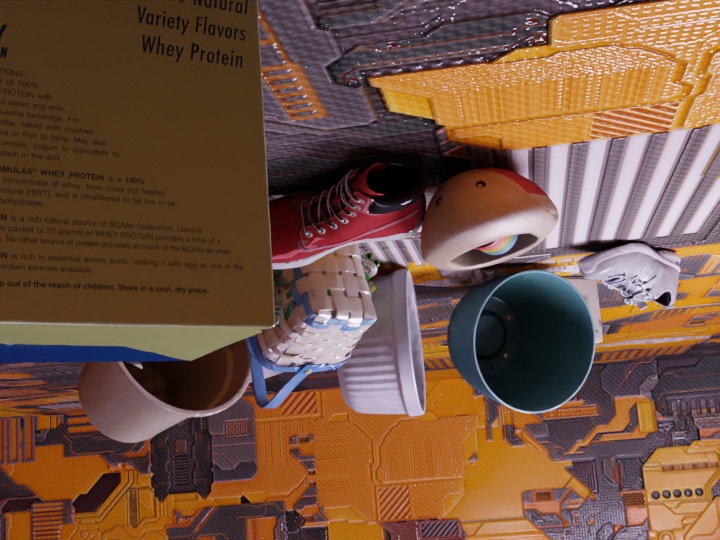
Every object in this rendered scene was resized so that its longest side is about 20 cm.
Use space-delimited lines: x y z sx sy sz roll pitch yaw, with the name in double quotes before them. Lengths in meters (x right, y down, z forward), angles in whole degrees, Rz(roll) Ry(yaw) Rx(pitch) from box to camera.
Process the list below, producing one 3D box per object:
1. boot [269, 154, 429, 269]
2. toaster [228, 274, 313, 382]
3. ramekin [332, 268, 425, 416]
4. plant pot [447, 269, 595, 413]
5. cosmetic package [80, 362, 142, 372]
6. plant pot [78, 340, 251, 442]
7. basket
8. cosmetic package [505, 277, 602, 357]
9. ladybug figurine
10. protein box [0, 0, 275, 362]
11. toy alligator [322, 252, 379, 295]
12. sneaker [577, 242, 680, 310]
"boot" -0.035 -0.059 0.976 0.198 0.073 0.144 -13 168 -1
"toaster" -0.116 0.074 1.436 0.198 0.115 0.129 -21 166 -2
"ramekin" 0.026 0.103 1.438 0.104 0.202 0.200 -7 168 7
"plant pot" 0.219 0.099 1.547 0.198 0.203 0.161 0 -179 -21
"cosmetic package" -0.304 0.092 1.521 0.198 0.105 0.087 -8 167 26
"plant pot" -0.267 0.126 1.336 0.199 0.202 0.183 5 149 -39
"basket" -0.080 0.038 1.182 0.138 0.178 0.200 2 148 -32
"cosmetic package" 0.300 0.081 1.685 0.072 0.105 0.200 2 166 -23
"ladybug figurine" 0.121 -0.051 1.018 0.135 0.073 0.200 -22 168 14
"protein box" -0.168 -0.057 0.596 0.197 0.202 0.135 3 167 -30
"toy alligator" 0.000 0.000 1.315 0.054 0.059 0.200 -43 -177 -21
"sneaker" 0.376 0.011 1.424 0.198 0.083 0.074 5 166 -37
